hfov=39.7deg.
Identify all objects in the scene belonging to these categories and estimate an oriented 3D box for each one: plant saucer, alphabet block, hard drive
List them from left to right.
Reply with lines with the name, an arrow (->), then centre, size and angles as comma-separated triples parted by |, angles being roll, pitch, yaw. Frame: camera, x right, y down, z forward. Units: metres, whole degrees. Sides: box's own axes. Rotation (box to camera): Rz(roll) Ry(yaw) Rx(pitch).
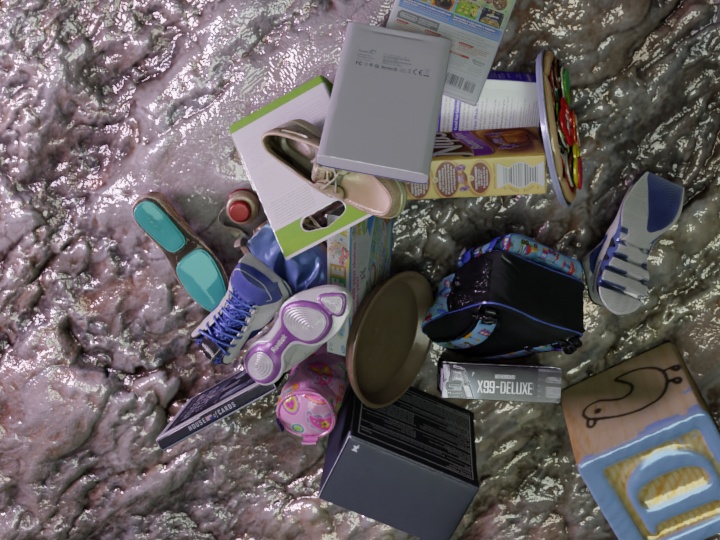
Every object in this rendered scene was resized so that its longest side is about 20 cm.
hard drive -> 0.031, -0.204, 1.202 | 0.132, 0.201, 0.025 | 11, 154, 1
plant saucer -> 0.040, 0.094, 1.401 | 0.029, 0.200, 0.201 | 17, 117, 33
alphabet block -> 0.419, 0.257, 1.423 | 0.195, 0.200, 0.197 | -26, 109, 13

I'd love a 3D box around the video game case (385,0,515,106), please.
video game case -> 0.115, -0.327, 1.261 | 0.143, 0.018, 0.201 | 21, 95, 1

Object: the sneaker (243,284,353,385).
sneaker -> -0.075, 0.072, 1.325 | 0.200, 0.100, 0.075 | -39, 88, 34

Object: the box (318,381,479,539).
box -> 0.056, 0.267, 1.452 | 0.200, 0.198, 0.123 | 23, 112, -5

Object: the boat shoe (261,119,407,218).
boat shoe -> -0.035, -0.120, 1.213 | 0.200, 0.065, 0.072 | 35, 123, 22

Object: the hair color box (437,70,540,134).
hair color box -> 0.136, -0.208, 1.322 | 0.199, 0.065, 0.110 | 4, 113, 1

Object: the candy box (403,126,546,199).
candy box -> 0.129, -0.135, 1.257 | 0.199, 0.117, 0.057 | -4, 114, 5

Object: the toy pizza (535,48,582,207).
toy pizza -> 0.255, -0.179, 1.252 | 0.032, 0.200, 0.201 | -8, 112, 19

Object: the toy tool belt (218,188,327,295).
toy tool belt -> -0.112, -0.025, 1.382 | 0.200, 0.123, 0.125 | 42, 109, -12

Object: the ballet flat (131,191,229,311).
ballet flat -> -0.246, -0.032, 1.418 | 0.068, 0.067, 0.200 | -29, 109, 8

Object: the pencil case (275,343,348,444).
pencil case -> -0.059, 0.161, 1.414 | 0.087, 0.200, 0.088 | 3, 114, 8

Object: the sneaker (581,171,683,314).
sneaker -> 0.356, -0.035, 1.366 | 0.080, 0.115, 0.200 | 26, 82, -9

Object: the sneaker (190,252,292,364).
sneaker -> -0.161, 0.066, 1.323 | 0.080, 0.115, 0.199 | 38, 155, 4

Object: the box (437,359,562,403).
box -> 0.188, 0.153, 1.396 | 0.157, 0.200, 0.050 | 2, 86, 3

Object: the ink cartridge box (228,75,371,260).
ink cartridge box -> -0.065, -0.129, 1.311 | 0.148, 0.076, 0.200 | -27, 77, 14

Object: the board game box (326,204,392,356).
board game box -> 0.000, 0.000, 1.378 | 0.034, 0.134, 0.201 | 12, 114, 24

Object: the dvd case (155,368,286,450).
dvd case -> -0.192, 0.182, 1.458 | 0.200, 0.150, 0.025 | -29, 99, 14

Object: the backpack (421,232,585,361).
backpack -> 0.188, 0.049, 1.379 | 0.182, 0.135, 0.200 | 19, 156, -25
